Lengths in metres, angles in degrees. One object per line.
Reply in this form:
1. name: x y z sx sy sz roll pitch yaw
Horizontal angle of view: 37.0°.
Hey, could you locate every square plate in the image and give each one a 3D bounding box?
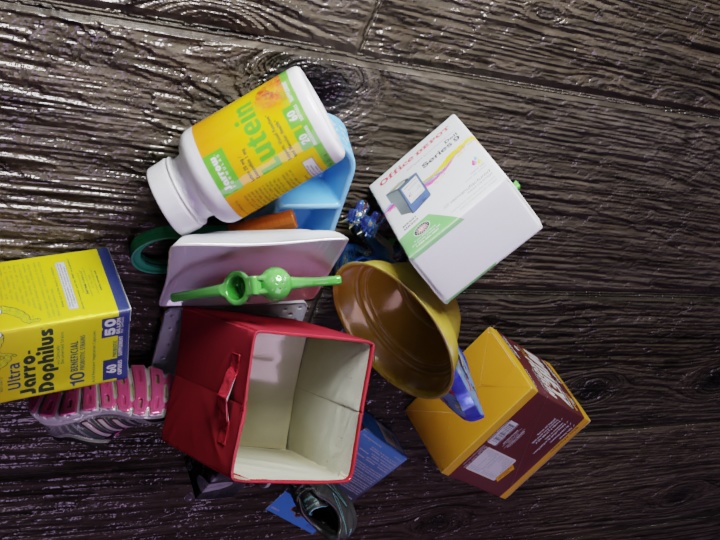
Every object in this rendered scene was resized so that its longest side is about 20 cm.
1. square plate: -0.130 -0.005 1.249 0.196 0.029 0.198 -2 160 -16

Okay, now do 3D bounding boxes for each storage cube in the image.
1. storage cube: -0.113 0.148 1.293 0.198 0.178 0.174 9 92 -39

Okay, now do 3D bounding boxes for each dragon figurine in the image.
1. dragon figurine: 0.000 0.000 1.393 0.098 0.059 0.202 10 123 -26

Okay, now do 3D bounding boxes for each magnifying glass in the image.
1. magnifying glass: -0.170 -0.036 1.240 0.196 0.023 0.080 -15 151 3

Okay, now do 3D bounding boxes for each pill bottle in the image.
1. pill bottle: -0.125 -0.122 1.154 0.198 0.112 0.111 -29 140 6

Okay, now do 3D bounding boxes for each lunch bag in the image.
1. lunch bag: 0.098 0.114 1.464 0.093 0.201 0.151 -30 140 -1

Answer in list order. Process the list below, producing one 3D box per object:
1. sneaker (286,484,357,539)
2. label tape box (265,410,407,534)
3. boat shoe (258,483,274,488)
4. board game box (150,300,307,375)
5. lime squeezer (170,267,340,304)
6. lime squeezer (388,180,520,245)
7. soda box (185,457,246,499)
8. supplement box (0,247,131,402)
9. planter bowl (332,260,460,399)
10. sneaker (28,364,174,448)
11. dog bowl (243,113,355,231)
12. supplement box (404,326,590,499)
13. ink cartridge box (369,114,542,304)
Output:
1. sneaker: -0.071 0.304 1.557 0.075 0.201 0.079 -36 178 10
2. label tape box: -0.045 0.307 1.667 0.199 0.064 0.144 -38 139 8
3. boat shoe: -0.090 0.217 1.513 0.060 0.076 0.203 14 107 -34
4. board game box: -0.185 0.115 1.418 0.197 0.026 0.202 -3 132 -31
5. lime squeezer: -0.119 0.015 1.209 0.196 0.071 0.038 -7 102 -3
6. lime squeezer: 0.137 -0.058 1.420 0.197 0.071 0.038 -25 156 -9
7. soda box: -0.166 0.240 1.495 0.070 0.064 0.200 7 136 -40
8. supplement box: -0.364 0.063 1.189 0.197 0.110 0.110 -10 135 -24
9. planter bowl: 0.064 0.053 1.329 0.083 0.199 0.202 -38 145 -29
10. sneaker: -0.311 0.176 1.353 0.196 0.075 0.088 -5 142 -8
11. dog bowl: -0.069 -0.089 1.275 0.110 0.050 0.202 -3 131 -30
12. supplement box: 0.219 0.230 1.707 0.197 0.133 0.199 -45 138 14
13. ink cartridge box: 0.107 -0.078 1.276 0.145 0.201 0.088 -38 119 9
